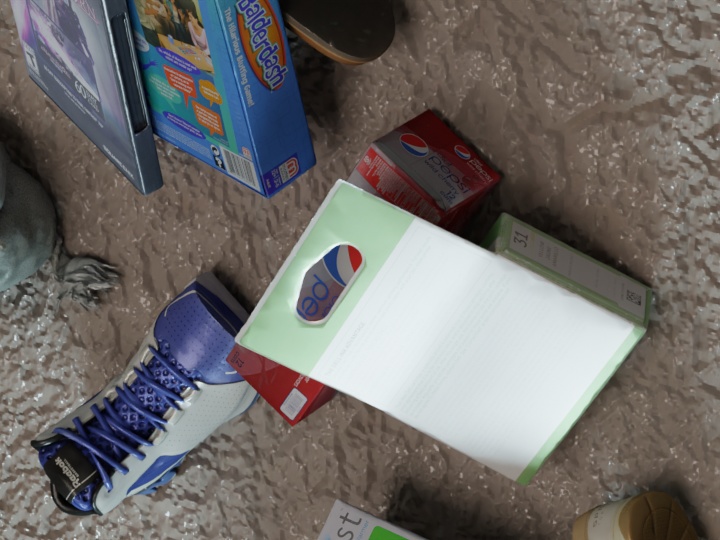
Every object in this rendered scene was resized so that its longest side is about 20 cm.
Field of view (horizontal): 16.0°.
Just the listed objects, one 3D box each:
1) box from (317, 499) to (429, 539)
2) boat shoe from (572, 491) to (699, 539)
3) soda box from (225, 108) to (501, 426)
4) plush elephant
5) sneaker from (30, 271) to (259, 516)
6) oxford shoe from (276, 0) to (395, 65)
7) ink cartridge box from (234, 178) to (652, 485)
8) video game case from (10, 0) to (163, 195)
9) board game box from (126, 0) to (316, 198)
[{"bbox_3d":[0.028,0.269,1.561,0.176,0.097,0.201,23,81,24],"label":"box"},{"bbox_3d":[0.183,0.225,1.521,0.069,0.074,0.201,-11,103,49],"label":"boat shoe"},{"bbox_3d":[0.000,0.000,1.540,0.063,0.070,0.200,44,128,11],"label":"soda box"},{"bbox_3d":[-0.279,-0.007,1.670,0.199,0.155,0.165,31,124,20],"label":"plush elephant"},{"bbox_3d":[-0.143,0.101,1.652,0.081,0.115,0.200,45,128,8],"label":"sneaker"},{"bbox_3d":[-0.058,-0.182,1.514,0.200,0.071,0.071,43,147,17],"label":"oxford shoe"},{"bbox_3d":[0.048,0.027,1.485,0.199,0.048,0.146,27,127,-9],"label":"ink cartridge box"},{"bbox_3d":[-0.176,-0.156,1.549,0.143,0.019,0.201,44,156,36],"label":"video game case"},{"bbox_3d":[-0.107,-0.156,1.499,0.152,0.045,0.201,30,146,39],"label":"board game box"}]
